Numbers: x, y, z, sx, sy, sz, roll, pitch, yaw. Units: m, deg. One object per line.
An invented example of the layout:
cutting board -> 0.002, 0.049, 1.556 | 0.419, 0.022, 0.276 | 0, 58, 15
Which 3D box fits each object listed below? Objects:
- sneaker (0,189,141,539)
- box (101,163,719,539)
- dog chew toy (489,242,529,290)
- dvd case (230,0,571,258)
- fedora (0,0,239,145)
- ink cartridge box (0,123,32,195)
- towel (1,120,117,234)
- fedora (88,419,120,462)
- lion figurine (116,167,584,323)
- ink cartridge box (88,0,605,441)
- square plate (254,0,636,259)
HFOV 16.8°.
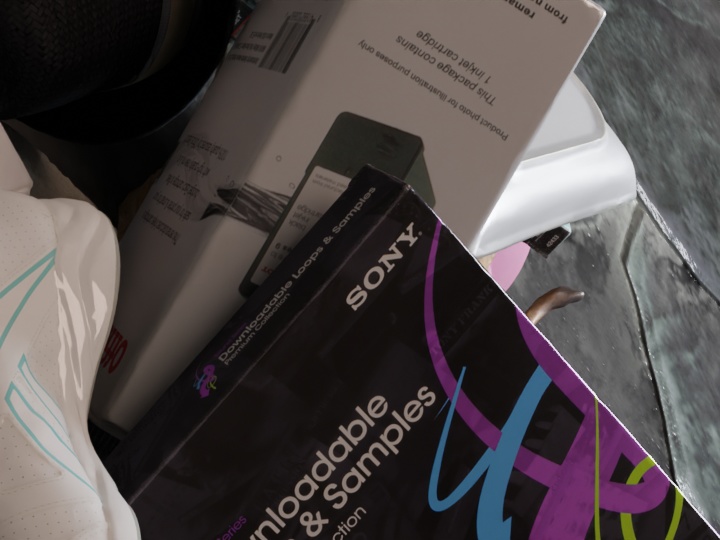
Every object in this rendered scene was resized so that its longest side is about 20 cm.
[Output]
sneaker -> -0.111, 0.056, 0.694 | 0.080, 0.071, 0.201 | 16, 43, -28
box -> 0.021, 0.085, 0.779 | 0.200, 0.143, 0.036 | 46, -11, -28
dog chew toy -> 0.011, 0.000, 1.118 | 0.125, 0.124, 0.201 | 51, 34, -22
dvd case -> 0.009, -0.103, 1.073 | 0.199, 0.022, 0.146 | 33, 29, -26
fedora -> -0.142, -0.126, 0.890 | 0.201, 0.200, 0.092 | 58, 39, -8
ink cartridge box -> -0.214, -0.083, 0.795 | 0.201, 0.084, 0.145 | 61, 24, 0
towel -> -0.097, 0.042, 0.957 | 0.200, 0.034, 0.133 | 47, 26, -30
fedora -> -0.101, 0.138, 0.775 | 0.199, 0.090, 0.178 | 28, 38, -40
lion figurine -> 0.000, 0.000, 0.973 | 0.199, 0.073, 0.123 | 22, 30, -8
ink cartridge box -> -0.017, -0.025, 0.841 | 0.084, 0.201, 0.146 | 30, 0, -15
square plate -> 0.031, -0.100, 1.047 | 0.199, 0.028, 0.200 | 53, 26, 10
